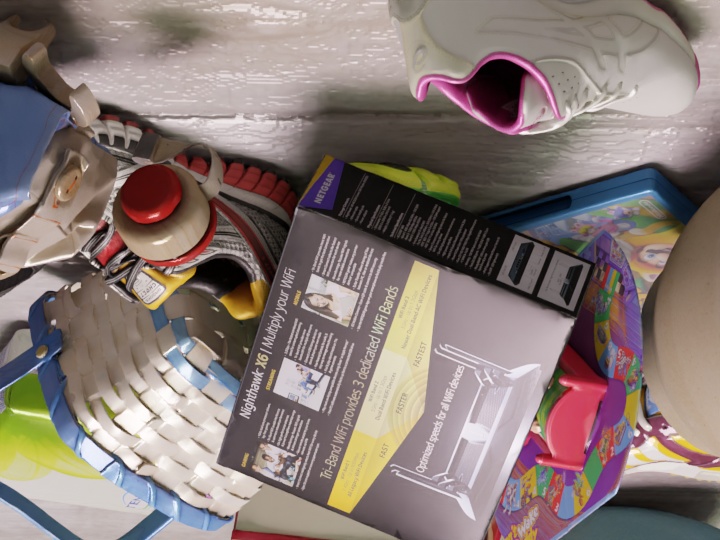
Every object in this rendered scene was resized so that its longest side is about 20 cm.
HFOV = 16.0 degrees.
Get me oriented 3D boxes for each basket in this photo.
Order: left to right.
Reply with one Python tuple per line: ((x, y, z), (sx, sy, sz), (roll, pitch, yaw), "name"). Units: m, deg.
((-0.138, 0.090, 1.539), (0.200, 0.139, 0.176), (-37, 133, 14), "basket")

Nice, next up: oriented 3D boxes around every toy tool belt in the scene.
((-0.177, -0.061, 1.247), (0.199, 0.125, 0.123), (12, 155, 23), "toy tool belt")

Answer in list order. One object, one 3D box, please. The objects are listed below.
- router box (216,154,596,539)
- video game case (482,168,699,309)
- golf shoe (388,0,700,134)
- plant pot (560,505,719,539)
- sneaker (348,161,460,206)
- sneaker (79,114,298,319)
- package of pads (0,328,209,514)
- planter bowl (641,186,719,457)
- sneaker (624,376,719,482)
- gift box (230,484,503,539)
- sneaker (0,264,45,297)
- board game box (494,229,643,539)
((0.021, 0.053, 1.385), (0.157, 0.052, 0.200), (22, 130, 3), "router box")
((0.119, 0.002, 1.510), (0.200, 0.018, 0.143), (-16, 147, 32), "video game case")
((0.087, -0.096, 1.220), (0.200, 0.092, 0.075), (18, 149, -37), "golf shoe")
((0.171, 0.256, 1.921), (0.134, 0.200, 0.200), (27, 157, 7), "plant pot")
((0.000, 0.000, 1.440), (0.074, 0.084, 0.200), (10, 153, -21), "sneaker")
((-0.120, -0.027, 1.379), (0.200, 0.082, 0.078), (15, 153, -28), "sneaker")
((-0.159, 0.105, 1.693), (0.199, 0.068, 0.155), (11, 152, -21), "package of pads")
((0.238, 0.034, 1.395), (0.200, 0.201, 0.135), (14, 159, -30), "planter bowl")
((0.177, 0.098, 1.688), (0.199, 0.075, 0.090), (-6, 148, -2), "sneaker")
((0.012, 0.238, 1.868), (0.186, 0.185, 0.200), (4, 161, 13), "gift box")
((-0.255, 0.025, 1.483), (0.200, 0.096, 0.079), (-21, 147, 36), "sneaker")
((0.097, 0.072, 1.455), (0.039, 0.158, 0.200), (9, 152, -19), "board game box")
